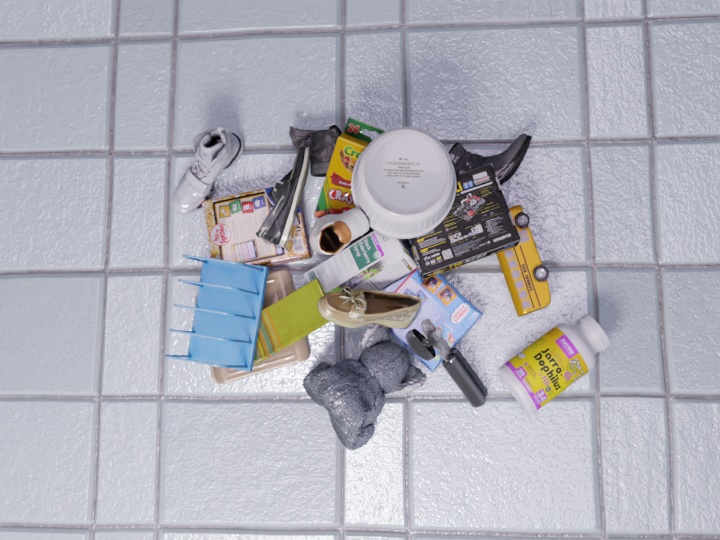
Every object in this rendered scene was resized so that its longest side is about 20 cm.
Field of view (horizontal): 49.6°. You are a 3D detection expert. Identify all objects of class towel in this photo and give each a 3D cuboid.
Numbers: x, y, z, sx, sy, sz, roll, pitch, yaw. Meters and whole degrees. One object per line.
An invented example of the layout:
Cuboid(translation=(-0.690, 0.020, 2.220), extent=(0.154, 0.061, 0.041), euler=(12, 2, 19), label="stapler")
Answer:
Cuboid(translation=(-0.143, 0.097, 1.483), extent=(0.199, 0.018, 0.087), euler=(-30, 80, 22), label="towel")

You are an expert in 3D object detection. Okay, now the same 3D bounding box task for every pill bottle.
Cuboid(translation=(0.364, 0.169, 1.458), extent=(0.199, 0.104, 0.105), euler=(-36, 81, -1), label="pill bottle")

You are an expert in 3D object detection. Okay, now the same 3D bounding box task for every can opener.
Cuboid(translation=(0.167, 0.176, 1.477), extent=(0.066, 0.053, 0.200), euler=(-35, 101, 30), label="can opener")

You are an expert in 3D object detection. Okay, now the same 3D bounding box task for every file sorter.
Cuboid(translation=(-0.272, 0.077, 1.462), extent=(0.137, 0.123, 0.203), euler=(7, 85, 17), label="file sorter")

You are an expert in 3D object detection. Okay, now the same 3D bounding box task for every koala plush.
Cuboid(translation=(0.014, 0.206, 1.458), extent=(0.199, 0.184, 0.178), euler=(-34, 78, -14), label="koala plush")

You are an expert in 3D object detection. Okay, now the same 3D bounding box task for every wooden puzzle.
Cuboid(translation=(-0.214, 0.112, 1.552), extent=(0.197, 0.037, 0.188), euler=(-15, 81, -2), label="wooden puzzle")

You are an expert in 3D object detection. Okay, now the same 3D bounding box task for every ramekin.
Cuboid(translation=(0.080, -0.165, 1.414), extent=(0.199, 0.094, 0.206), euler=(0, 82, 0), label="ramekin")

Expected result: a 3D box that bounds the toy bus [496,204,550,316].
Cuboid(translation=(0.310, -0.019, 1.510), extent=(0.077, 0.065, 0.203), euler=(-18, 81, 3), label="toy bus")

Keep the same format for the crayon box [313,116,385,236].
Cuboid(translation=(-0.002, -0.180, 1.517), extent=(0.125, 0.051, 0.202), euler=(20, 111, 3), label="crayon box")

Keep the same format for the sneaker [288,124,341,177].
Cuboid(translation=(-0.042, -0.249, 1.573), extent=(0.197, 0.060, 0.106), euler=(-7, 86, 7), label="sneaker")

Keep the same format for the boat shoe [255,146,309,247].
Cuboid(translation=(-0.146, -0.150, 1.515), extent=(0.067, 0.072, 0.203), euler=(18, 85, 1), label="boat shoe")

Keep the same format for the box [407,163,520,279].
Cuboid(translation=(0.182, -0.093, 1.473), extent=(0.198, 0.049, 0.162), euler=(-20, 77, -1), label="box")

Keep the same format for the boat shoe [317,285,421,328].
Cuboid(translation=(0.017, 0.062, 1.443), extent=(0.197, 0.063, 0.074), euler=(3, 51, -27), label="boat shoe")

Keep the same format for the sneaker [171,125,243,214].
Cuboid(translation=(-0.319, -0.206, 1.562), extent=(0.075, 0.115, 0.201), euler=(39, 87, 9), label="sneaker")

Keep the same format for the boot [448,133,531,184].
Cuboid(translation=(0.239, -0.218, 1.545), extent=(0.131, 0.070, 0.201), euler=(37, 82, 14), label="boot")

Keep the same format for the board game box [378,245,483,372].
Cuboid(translation=(0.117, 0.075, 1.526), extent=(0.200, 0.037, 0.151), euler=(43, 88, 10), label="board game box")

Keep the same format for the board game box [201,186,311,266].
Cuboid(translation=(-0.209, -0.082, 1.570), extent=(0.197, 0.046, 0.154), euler=(-11, 81, 3), label="board game box")

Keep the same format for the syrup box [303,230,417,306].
Cuboid(translation=(0.000, 0.000, 1.500), extent=(0.199, 0.081, 0.079), euler=(-31, 60, 10), label="syrup box")

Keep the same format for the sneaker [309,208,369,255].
Cuboid(translation=(-0.065, -0.063, 1.478), extent=(0.084, 0.200, 0.073), euler=(-36, 94, -29), label="sneaker")
